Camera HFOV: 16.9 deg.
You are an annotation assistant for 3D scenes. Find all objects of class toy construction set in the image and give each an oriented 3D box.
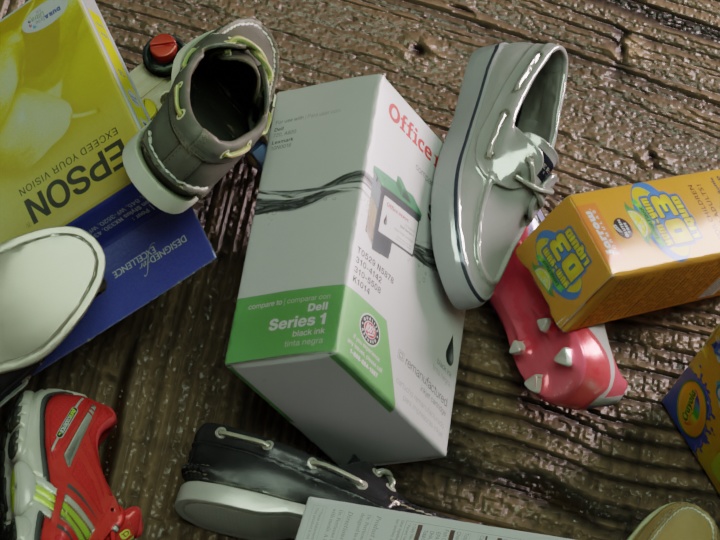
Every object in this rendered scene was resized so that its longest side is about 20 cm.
[{"bbox_3d":[-0.117,-0.073,1.563,0.199,0.092,0.131,-34,63,-29],"label":"toy construction set"}]

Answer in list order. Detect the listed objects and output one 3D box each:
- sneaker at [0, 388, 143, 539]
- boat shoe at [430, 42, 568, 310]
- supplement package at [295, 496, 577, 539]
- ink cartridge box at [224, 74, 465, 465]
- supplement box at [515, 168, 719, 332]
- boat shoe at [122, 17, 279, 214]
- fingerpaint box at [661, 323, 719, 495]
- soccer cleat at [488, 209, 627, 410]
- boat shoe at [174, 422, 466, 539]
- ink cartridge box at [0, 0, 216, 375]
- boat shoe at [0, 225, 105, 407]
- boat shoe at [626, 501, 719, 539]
[{"bbox_3d":[-0.170,0.162,1.441,0.084,0.077,0.202,5,62,-16],"label":"sneaker"},{"bbox_3d":[0.095,-0.065,1.546,0.065,0.072,0.201,-8,46,28],"label":"boat shoe"},{"bbox_3d":[0.058,0.217,1.401,0.198,0.114,0.110,7,59,18],"label":"supplement package"},{"bbox_3d":[0.000,0.000,1.514,0.084,0.146,0.202,-8,57,30],"label":"ink cartridge box"},{"bbox_3d":[0.198,-0.017,1.582,0.199,0.069,0.067,-13,65,-40],"label":"supplement box"},{"bbox_3d":[-0.083,-0.106,1.482,0.072,0.060,0.202,44,31,-11],"label":"boat shoe"},{"bbox_3d":[0.286,0.094,1.503,0.073,0.200,0.168,-23,69,-23],"label":"fingerpaint box"},{"bbox_3d":[0.115,0.005,1.600,0.076,0.067,0.201,18,41,-47],"label":"soccer cleat"},{"bbox_3d":[-0.012,0.141,1.489,0.198,0.074,0.061,11,65,3],"label":"boat shoe"},{"bbox_3d":[-0.213,-0.046,1.497,0.197,0.047,0.201,-32,67,13],"label":"ink cartridge box"},{"bbox_3d":[-0.232,0.050,1.456,0.200,0.063,0.073,-44,84,-4],"label":"boat shoe"},{"bbox_3d":[0.178,0.221,1.483,0.071,0.076,0.201,25,60,2],"label":"boat shoe"}]
